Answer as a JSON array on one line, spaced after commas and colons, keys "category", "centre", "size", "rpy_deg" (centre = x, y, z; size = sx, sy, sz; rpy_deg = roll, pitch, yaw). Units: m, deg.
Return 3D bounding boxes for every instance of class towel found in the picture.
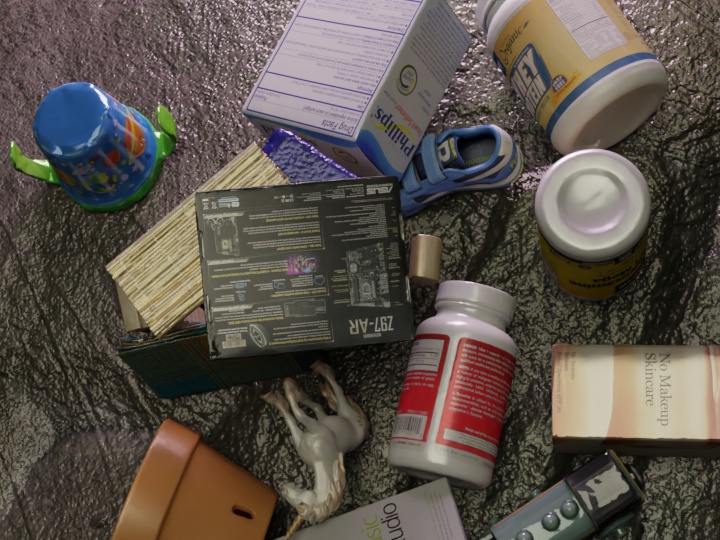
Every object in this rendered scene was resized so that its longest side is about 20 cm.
[{"category": "towel", "centre": [-0.085, -0.029, 1.212], "size": [0.147, 0.050, 0.201], "rpy_deg": [35, 82, 12]}, {"category": "towel", "centre": [-0.146, 0.090, 1.299], "size": [0.198, 0.147, 0.022], "rpy_deg": [-12, 61, 6]}]

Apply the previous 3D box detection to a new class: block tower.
[{"category": "block tower", "centre": [-0.205, 0.038, 1.303], "size": [0.053, 0.200, 0.058], "rpy_deg": [-12, 86, 7]}]

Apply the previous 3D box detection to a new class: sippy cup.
[{"category": "sippy cup", "centre": [-0.319, -0.154, 1.417], "size": [0.178, 0.130, 0.140], "rpy_deg": [-45, 70, -4]}]

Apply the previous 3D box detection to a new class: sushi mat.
[{"category": "sushi mat", "centre": [-0.151, -0.031, 1.188], "size": [0.200, 0.012, 0.096], "rpy_deg": [-40, 75, -4]}]

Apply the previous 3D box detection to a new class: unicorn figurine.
[{"category": "unicorn figurine", "centre": [-0.044, 0.174, 1.239], "size": [0.074, 0.199, 0.138], "rpy_deg": [-39, 83, 40]}]

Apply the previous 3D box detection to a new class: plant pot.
[{"category": "plant pot", "centre": [-0.171, 0.272, 1.231], "size": [0.139, 0.200, 0.202], "rpy_deg": [21, 77, 0]}]

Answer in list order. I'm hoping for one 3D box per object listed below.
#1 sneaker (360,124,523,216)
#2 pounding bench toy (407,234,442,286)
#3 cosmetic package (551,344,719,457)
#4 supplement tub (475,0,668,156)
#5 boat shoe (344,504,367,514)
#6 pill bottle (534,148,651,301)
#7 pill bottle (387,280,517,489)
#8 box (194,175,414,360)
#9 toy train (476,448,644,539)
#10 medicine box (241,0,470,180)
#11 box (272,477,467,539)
[{"category": "sneaker", "centre": [0.083, -0.118, 1.352], "size": [0.198, 0.082, 0.075], "rpy_deg": [-18, 71, 7]}, {"category": "pounding bench toy", "centre": [0.000, 0.000, 1.291], "size": [0.198, 0.156, 0.125], "rpy_deg": [11, 75, 15]}, {"category": "cosmetic package", "centre": [0.296, 0.134, 1.227], "size": [0.198, 0.087, 0.104], "rpy_deg": [-1, 71, 11]}, {"category": "supplement tub", "centre": [0.230, -0.242, 1.329], "size": [0.144, 0.145, 0.201], "rpy_deg": [-31, 69, 0]}, {"category": "boat shoe", "centre": [0.000, 0.278, 1.248], "size": [0.199, 0.072, 0.071], "rpy_deg": [-25, 70, 3]}, {"category": "pill bottle", "centre": [0.239, -0.037, 1.232], "size": [0.111, 0.200, 0.114], "rpy_deg": [-3, 72, 11]}, {"category": "pill bottle", "centre": [0.102, 0.119, 1.257], "size": [0.111, 0.112, 0.202], "rpy_deg": [11, 75, 14]}, {"category": "box", "centre": [-0.054, -0.002, 1.151], "size": [0.198, 0.044, 0.162], "rpy_deg": [-6, 85, -7]}, {"category": "toy train", "centre": [0.195, 0.252, 1.195], "size": [0.199, 0.114, 0.086], "rpy_deg": [-32, 69, 0]}, {"category": "medicine box", "centre": [-0.005, -0.222, 1.361], "size": [0.181, 0.103, 0.201], "rpy_deg": [19, 77, 39]}, {"category": "box", "centre": [0.013, 0.297, 1.161], "size": [0.198, 0.036, 0.145], "rpy_deg": [-22, 44, 4]}]
